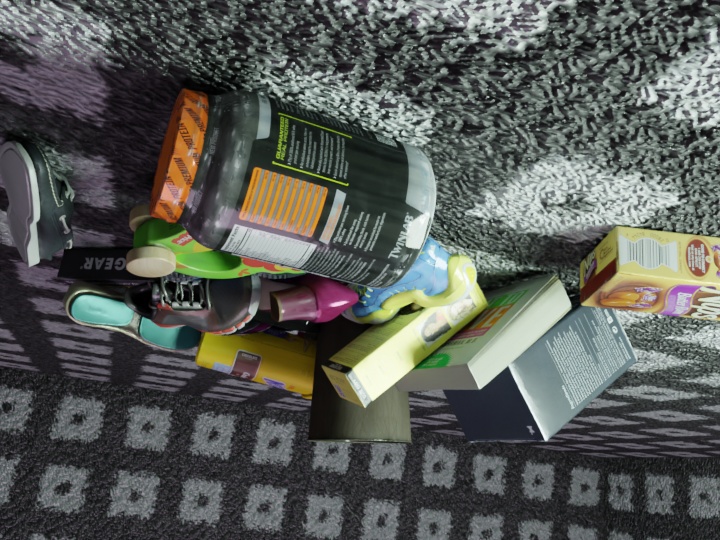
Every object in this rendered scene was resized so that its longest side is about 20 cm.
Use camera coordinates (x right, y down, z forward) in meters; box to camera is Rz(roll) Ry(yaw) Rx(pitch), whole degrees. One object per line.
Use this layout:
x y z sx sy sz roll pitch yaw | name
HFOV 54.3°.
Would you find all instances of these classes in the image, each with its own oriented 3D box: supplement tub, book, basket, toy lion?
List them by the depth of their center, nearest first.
-0.053 -0.064 0.547 0.199 0.123 0.122 15 161 -22 | supplement tub
-0.108 -0.036 0.717 0.199 0.069 0.191 -24 149 36 | toy lion
0.145 0.080 0.848 0.200 0.048 0.133 -35 -168 -38 | book
0.001 0.125 0.931 0.135 0.201 0.180 0 165 3 | basket

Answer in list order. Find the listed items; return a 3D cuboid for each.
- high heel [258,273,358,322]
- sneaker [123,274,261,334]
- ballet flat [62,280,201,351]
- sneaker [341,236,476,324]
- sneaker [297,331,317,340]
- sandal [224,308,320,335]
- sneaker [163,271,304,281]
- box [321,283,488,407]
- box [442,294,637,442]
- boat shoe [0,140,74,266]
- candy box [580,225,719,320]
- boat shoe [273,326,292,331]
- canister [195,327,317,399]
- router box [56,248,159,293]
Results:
-0.078 0.020 0.865 0.096 0.068 0.200 -7 -159 -19 | high heel
-0.211 0.037 0.855 0.199 0.077 0.082 -10 161 32 | sneaker
-0.322 0.062 0.996 0.199 0.070 0.069 25 156 -34 | ballet flat
0.029 0.000 0.800 0.199 0.076 0.105 -17 135 39 | sneaker
-0.052 0.099 1.146 0.087 0.074 0.200 17 156 -11 | sneaker
-0.150 0.067 0.922 0.199 0.048 0.075 11 179 22 | sandal
-0.140 -0.029 0.823 0.199 0.066 0.078 -3 -162 1 | sneaker
0.054 0.077 0.833 0.050 0.200 0.075 59 158 -14 | box
0.224 0.124 0.904 0.200 0.107 0.148 -29 -176 -33 | box
-0.331 -0.074 0.732 0.060 0.076 0.200 -27 171 -33 | boat shoe
0.347 0.008 0.737 0.199 0.057 0.117 5 162 1 | candy box
-0.120 0.051 1.024 0.067 0.072 0.200 3 165 0 | boat shoe
-0.139 0.127 1.046 0.199 0.087 0.149 17 167 -10 | canister
-0.308 0.017 1.022 0.199 0.051 0.149 1 160 18 | router box
